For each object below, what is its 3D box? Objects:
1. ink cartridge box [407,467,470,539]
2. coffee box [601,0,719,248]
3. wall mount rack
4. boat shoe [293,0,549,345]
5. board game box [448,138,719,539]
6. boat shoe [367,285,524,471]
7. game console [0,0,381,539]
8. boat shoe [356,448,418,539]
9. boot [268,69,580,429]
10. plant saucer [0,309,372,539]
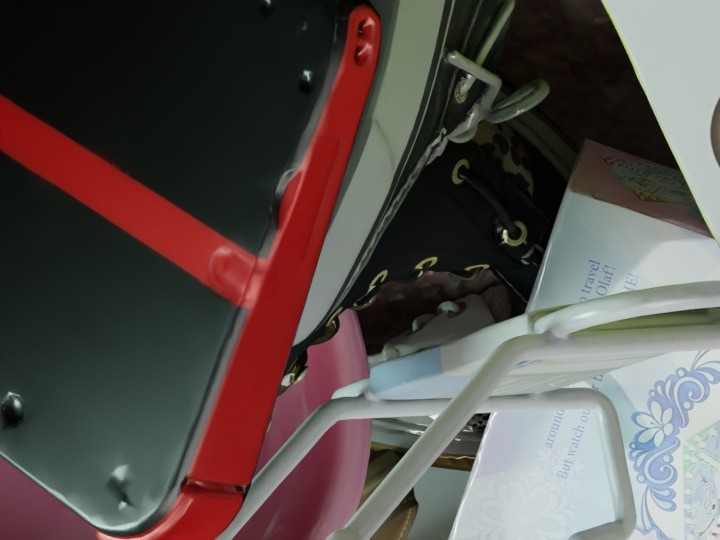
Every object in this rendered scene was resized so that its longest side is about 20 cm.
[{"bbox_3d":[0.095,0.142,1.213,0.146,0.086,0.200,-15,140,17],"label":"ink cartridge box"},{"bbox_3d":[0.150,-0.151,0.766,0.197,0.201,0.200,-14,139,16],"label":"coffee box"},{"bbox_3d":[0.032,0.055,0.853,0.173,0.075,0.200,-3,170,-27],"label":"wall mount rack"},{"bbox_3d":[0.014,-0.064,0.889,0.068,0.200,0.073,29,159,-36],"label":"boat shoe"},{"bbox_3d":[0.134,0.081,0.980,0.198,0.043,0.201,19,119,2],"label":"board game box"},{"bbox_3d":[0.046,0.040,1.107,0.199,0.070,0.071,8,176,14],"label":"boat shoe"},{"bbox_3d":[-0.085,-0.031,0.881,0.031,0.200,0.178,3,112,-49],"label":"game console"},{"bbox_3d":[-0.017,0.147,1.111,0.071,0.065,0.200,-26,152,-43],"label":"boat shoe"},{"bbox_3d":[-0.001,-0.001,0.978,0.073,0.154,0.204,17,156,48],"label":"boot"},{"bbox_3d":[-0.095,0.044,1.013,0.200,0.202,0.051,15,161,-20],"label":"plant saucer"}]
